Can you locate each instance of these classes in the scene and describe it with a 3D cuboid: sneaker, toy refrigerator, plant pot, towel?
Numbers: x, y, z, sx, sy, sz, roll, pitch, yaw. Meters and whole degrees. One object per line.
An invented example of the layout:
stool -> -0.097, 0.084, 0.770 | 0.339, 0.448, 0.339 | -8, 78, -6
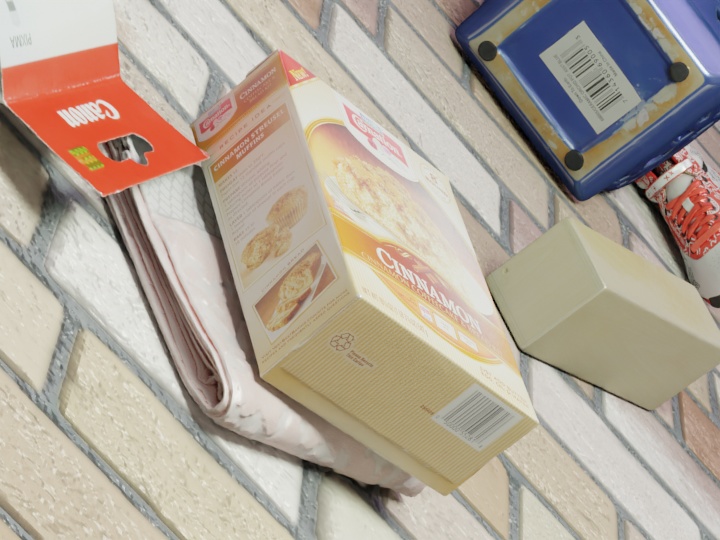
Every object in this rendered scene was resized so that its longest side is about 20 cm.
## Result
sneaker -> 0.273, -0.050, 2.402 | 0.108, 0.067, 0.202 | 45, 17, -20
toy refrigerator -> 0.173, 0.030, 2.005 | 0.200, 0.076, 0.070 | 25, 33, -54
plant pot -> 0.203, -0.179, 2.275 | 0.200, 0.200, 0.180 | 53, 26, 0
towel -> -0.051, 0.023, 1.551 | 0.200, 0.032, 0.192 | 25, 34, -53

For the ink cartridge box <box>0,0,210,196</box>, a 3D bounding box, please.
ink cartridge box -> -0.163, -0.131, 1.485 | 0.200, 0.050, 0.162 | 42, 18, 7

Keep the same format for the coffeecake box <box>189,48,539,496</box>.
coffeecake box -> 0.000, 0.000, 1.550 | 0.153, 0.073, 0.200 | 35, 25, -39
